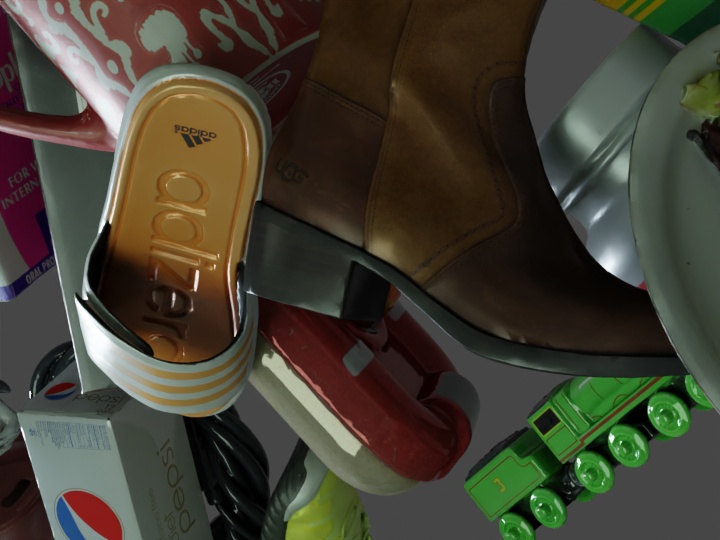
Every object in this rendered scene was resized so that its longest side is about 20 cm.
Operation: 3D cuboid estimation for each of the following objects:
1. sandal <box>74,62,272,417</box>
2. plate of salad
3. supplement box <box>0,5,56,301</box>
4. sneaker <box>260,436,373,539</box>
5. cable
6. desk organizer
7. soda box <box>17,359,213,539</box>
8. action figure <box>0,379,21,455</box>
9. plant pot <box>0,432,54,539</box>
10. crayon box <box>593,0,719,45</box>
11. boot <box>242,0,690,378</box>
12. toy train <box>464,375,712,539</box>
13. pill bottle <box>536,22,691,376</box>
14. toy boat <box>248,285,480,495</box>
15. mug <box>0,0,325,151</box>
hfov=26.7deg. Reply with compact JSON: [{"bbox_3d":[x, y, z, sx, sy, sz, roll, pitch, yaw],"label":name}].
[{"bbox_3d":[-0.082,0.007,0.621,0.079,0.059,0.207,12,138,1],"label":"sandal"},{"bbox_3d":[0.184,-0.009,0.516,0.200,0.200,0.048,43,148,3],"label":"plate of salad"},{"bbox_3d":[-0.228,-0.093,0.831,0.103,0.101,0.201,-2,119,37],"label":"supplement box"},{"bbox_3d":[-0.013,0.169,0.888,0.076,0.076,0.201,14,137,15],"label":"sneaker"},{"bbox_3d":[-0.126,0.123,0.935,0.162,0.051,0.201,15,127,27],"label":"cable"},{"bbox_3d":[-0.125,-0.045,0.804,0.071,0.077,0.201,-8,102,3],"label":"desk organizer"},{"bbox_3d":[-0.130,0.152,0.877,0.063,0.068,0.201,2,117,25],"label":"soda box"},{"bbox_3d":[-0.274,0.090,0.936,0.102,0.200,0.119,44,136,-15],"label":"action figure"},{"bbox_3d":[-0.288,0.213,1.040,0.200,0.201,0.196,21,123,23],"label":"plant pot"},{"bbox_3d":[0.115,-0.192,0.545,0.125,0.052,0.201,29,132,17],"label":"crayon box"},{"bbox_3d":[0.062,-0.069,0.555,0.187,0.068,0.201,15,92,23],"label":"boot"},{"bbox_3d":[0.117,0.075,0.741,0.056,0.042,0.200,51,136,10],"label":"toy train"},{"bbox_3d":[0.162,-0.003,0.602,0.200,0.109,0.109,41,135,5],"label":"pill bottle"},{"bbox_3d":[0.000,0.000,0.736,0.131,0.131,0.200,-42,93,15],"label":"toy boat"},{"bbox_3d":[-0.113,-0.131,0.671,0.200,0.133,0.178,50,130,9],"label":"mug"}]
